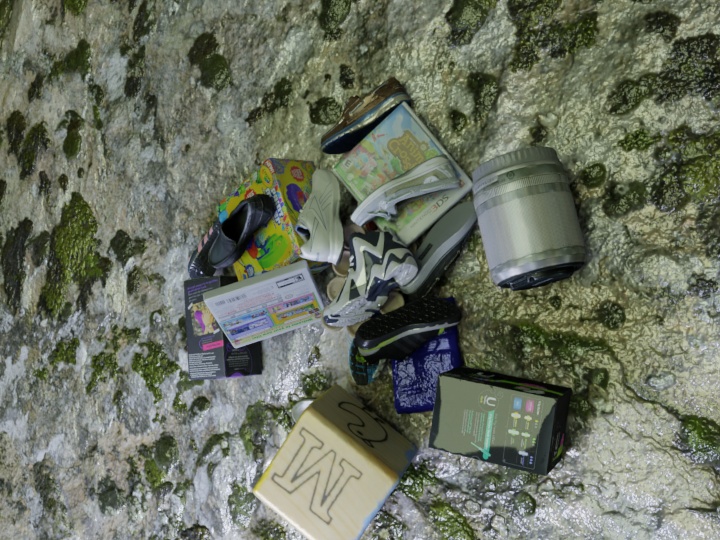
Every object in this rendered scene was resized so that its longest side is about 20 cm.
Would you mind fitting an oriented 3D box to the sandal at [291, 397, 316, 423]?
[{"bbox_3d":[-0.060,0.320,1.680,0.201,0.057,0.081,42,111,25],"label":"sandal"}]

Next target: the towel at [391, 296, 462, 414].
[{"bbox_3d":[0.111,0.154,1.584,0.145,0.049,0.205,-12,82,32],"label":"towel"}]

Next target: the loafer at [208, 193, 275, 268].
[{"bbox_3d":[-0.237,-0.073,1.645,0.200,0.070,0.069,-44,63,36],"label":"loafer"}]

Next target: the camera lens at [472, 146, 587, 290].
[{"bbox_3d":[0.271,-0.079,1.426,0.158,0.159,0.204,-18,79,30],"label":"camera lens"}]

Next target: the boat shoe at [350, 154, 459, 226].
[{"bbox_3d":[0.076,-0.129,1.536,0.199,0.074,0.066,-30,84,0],"label":"boat shoe"}]

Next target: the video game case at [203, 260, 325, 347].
[{"bbox_3d":[-0.172,0.066,1.646,0.196,0.183,0.022,-18,55,1],"label":"video game case"}]

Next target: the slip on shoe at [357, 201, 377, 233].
[{"bbox_3d":[0.044,-0.162,1.631,0.060,0.074,0.204,20,94,28],"label":"slip on shoe"}]

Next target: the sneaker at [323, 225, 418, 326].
[{"bbox_3d":[0.000,0.000,1.561,0.199,0.079,0.131,-43,50,24],"label":"sneaker"}]

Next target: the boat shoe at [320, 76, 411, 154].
[{"bbox_3d":[0.003,-0.292,1.667,0.198,0.072,0.074,-28,69,18],"label":"boat shoe"}]

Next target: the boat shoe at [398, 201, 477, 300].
[{"bbox_3d":[0.145,-0.033,1.562,0.201,0.056,0.069,-49,34,2],"label":"boat shoe"}]

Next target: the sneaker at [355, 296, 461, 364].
[{"bbox_3d":[0.083,0.111,1.544,0.196,0.084,0.072,-15,39,0],"label":"sneaker"}]

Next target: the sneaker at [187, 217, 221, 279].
[{"bbox_3d":[-0.299,-0.071,1.849,0.201,0.070,0.082,-49,27,6],"label":"sneaker"}]

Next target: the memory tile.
[{"bbox_3d":[0.015,0.024,1.597,0.150,0.017,0.204,13,83,9],"label":"memory tile"}]

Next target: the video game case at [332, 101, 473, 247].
[{"bbox_3d":[0.076,-0.168,1.583,0.181,0.022,0.201,-41,81,7],"label":"video game case"}]

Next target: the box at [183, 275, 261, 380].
[{"bbox_3d":[-0.280,0.117,1.792,0.104,0.121,0.205,-7,84,32],"label":"box"}]

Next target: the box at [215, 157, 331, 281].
[{"bbox_3d":[-0.157,-0.079,1.701,0.192,0.121,0.203,-34,69,39],"label":"box"}]

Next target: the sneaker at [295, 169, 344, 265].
[{"bbox_3d":[-0.076,-0.104,1.592,0.075,0.085,0.203,107,161,-53],"label":"sneaker"}]

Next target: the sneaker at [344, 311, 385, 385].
[{"bbox_3d":[0.002,0.114,1.644,0.086,0.073,0.205,156,118,-65],"label":"sneaker"}]

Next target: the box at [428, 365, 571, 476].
[{"bbox_3d":[0.229,0.240,1.432,0.196,0.148,0.127,9,93,22],"label":"box"}]

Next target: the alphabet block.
[{"bbox_3d":[-0.041,0.353,1.555,0.199,0.195,0.198,36,100,8],"label":"alphabet block"}]
